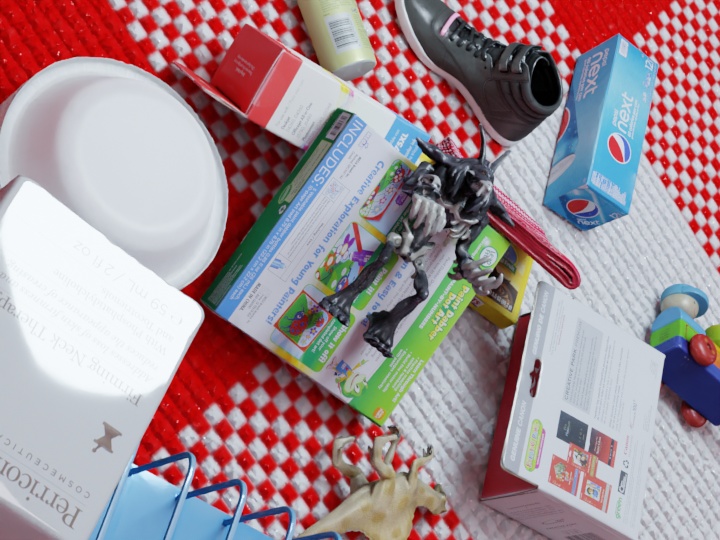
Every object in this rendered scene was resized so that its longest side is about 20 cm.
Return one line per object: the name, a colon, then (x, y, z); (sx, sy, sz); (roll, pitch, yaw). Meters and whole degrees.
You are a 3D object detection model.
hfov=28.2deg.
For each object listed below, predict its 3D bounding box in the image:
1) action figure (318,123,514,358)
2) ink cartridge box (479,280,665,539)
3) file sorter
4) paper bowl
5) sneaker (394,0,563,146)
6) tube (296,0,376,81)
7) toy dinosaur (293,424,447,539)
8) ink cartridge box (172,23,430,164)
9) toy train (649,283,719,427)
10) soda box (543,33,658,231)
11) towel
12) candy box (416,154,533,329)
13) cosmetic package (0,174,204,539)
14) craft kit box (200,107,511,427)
action figure: (0.062, -0.024, 1.155); (0.119, 0.102, 0.200); (39, 89, -27)
ink cartridge box: (0.188, 0.137, 1.354); (0.175, 0.084, 0.200); (31, 58, -26)
file sorter: (-0.132, 0.218, 1.056); (0.200, 0.123, 0.139); (33, 58, -25)
paper bowl: (-0.193, -0.069, 1.118); (0.200, 0.104, 0.201); (14, 65, -34)
sneaker: (0.125, -0.218, 1.416); (0.200, 0.099, 0.071); (48, 54, -14)
tube: (-0.040, -0.276, 1.346); (0.058, 0.052, 0.200); (24, 47, -78)
toy dinosaur: (0.011, 0.189, 1.212); (0.200, 0.058, 0.101); (-9, 92, -40)
ink cartridge box: (-0.052, -0.147, 1.236); (0.200, 0.116, 0.067); (28, 98, -29)
toy train: (0.386, 0.109, 1.527); (0.200, 0.085, 0.116); (38, 42, -22)
soda box: (0.254, -0.146, 1.511); (0.064, 0.068, 0.200); (32, 58, -25)
towel: (0.134, -0.057, 1.326); (0.145, 0.022, 0.200); (41, 10, -13)
candy box: (0.083, -0.038, 1.371); (0.200, 0.026, 0.102); (35, 53, -24)
cosmetic package: (-0.246, 0.078, 0.986); (0.167, 0.166, 0.200); (38, 56, -22)
craft kit box: (0.000, 0.000, 1.211); (0.197, 0.049, 0.200); (38, 86, -26)
